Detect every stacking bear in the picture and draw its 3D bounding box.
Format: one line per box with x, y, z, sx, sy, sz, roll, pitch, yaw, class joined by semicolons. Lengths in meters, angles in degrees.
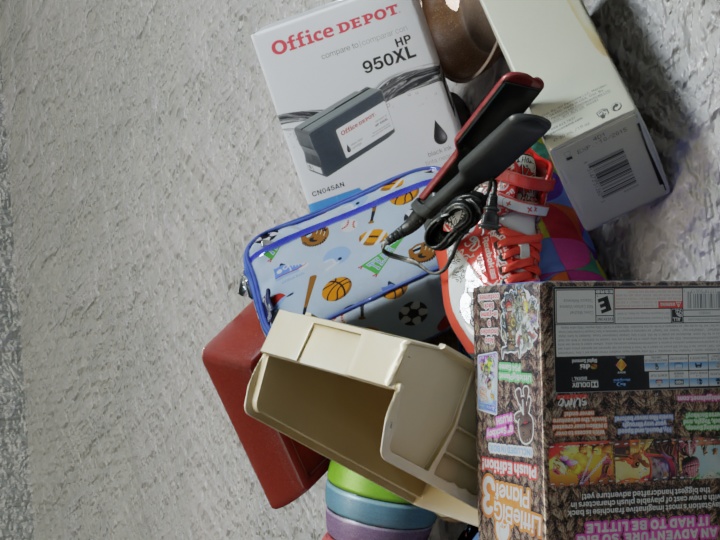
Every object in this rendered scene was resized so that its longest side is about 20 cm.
0.028;0.166;1.910;0.121;0.113;0.201;14;99;37;stacking bear

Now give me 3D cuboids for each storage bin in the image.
0.043;0.114;1.593;0.200;0.198;0.094;11;74;58;storage bin

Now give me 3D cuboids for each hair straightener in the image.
0.073;-0.056;1.550;0.200;0.041;0.077;-45;43;42;hair straightener

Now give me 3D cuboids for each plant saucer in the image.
0.103;-0.260;1.832;0.200;0.036;0.202;179;90;-69;plant saucer
-0.033;0.087;1.918;0.037;0.200;0.201;19;142;41;plant saucer

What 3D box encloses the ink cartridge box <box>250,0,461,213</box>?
0.006;-0.133;1.832;0.084;0.144;0.201;-68;-41;-81;ink cartridge box

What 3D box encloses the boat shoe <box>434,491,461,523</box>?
0.079;0.144;1.779;0.200;0.071;0.077;-111;10;-74;boat shoe

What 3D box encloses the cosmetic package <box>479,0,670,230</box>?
0.154;-0.140;1.595;0.105;0.071;0.201;58;-170;-50;cosmetic package

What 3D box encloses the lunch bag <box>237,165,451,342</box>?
0.000;0.000;1.736;0.161;0.199;0.076;-107;-5;-50;lunch bag

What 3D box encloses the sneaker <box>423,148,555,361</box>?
0.107;-0.018;1.580;0.108;0.067;0.202;-58;35;36;sneaker

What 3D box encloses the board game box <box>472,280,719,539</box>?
0.170;0.108;1.483;0.097;0.159;0.201;174;96;-64;board game box

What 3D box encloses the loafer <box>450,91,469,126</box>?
0.045;-0.066;1.934;0.073;0.071;0.201;-134;48;-61;loafer

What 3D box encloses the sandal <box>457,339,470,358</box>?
0.106;0.063;1.791;0.087;0.079;0.200;-66;30;13;sandal

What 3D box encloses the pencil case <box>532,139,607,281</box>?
0.141;-0.024;1.669;0.089;0.088;0.201;113;149;-45;pencil case

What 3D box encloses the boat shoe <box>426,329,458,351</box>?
0.024;0.054;1.800;0.200;0.070;0.070;-124;46;-55;boat shoe

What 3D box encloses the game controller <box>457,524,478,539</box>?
0.117;0.235;1.793;0.200;0.042;0.105;119;145;-50;game controller
